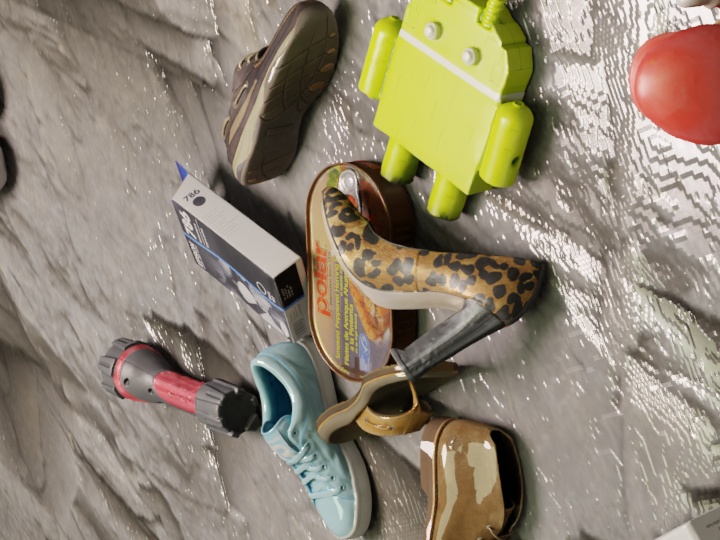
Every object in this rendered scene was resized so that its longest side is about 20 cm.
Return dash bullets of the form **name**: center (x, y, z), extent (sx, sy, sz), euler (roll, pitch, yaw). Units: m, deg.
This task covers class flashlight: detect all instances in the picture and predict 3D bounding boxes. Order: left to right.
- **flashlight**: center (-0.192, 0.120, 1.627), extent (0.200, 0.068, 0.068), euler (14, 116, 46)

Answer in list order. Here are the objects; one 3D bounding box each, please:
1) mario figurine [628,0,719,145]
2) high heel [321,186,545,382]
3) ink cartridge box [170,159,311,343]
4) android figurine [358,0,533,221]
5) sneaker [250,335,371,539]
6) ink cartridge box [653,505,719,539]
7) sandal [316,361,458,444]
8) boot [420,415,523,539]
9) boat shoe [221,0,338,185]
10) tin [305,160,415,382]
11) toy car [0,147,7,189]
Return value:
- **mario figurine**: center (0.233, -0.127, 0.987), extent (0.123, 0.200, 0.106), euler (58, 135, 20)
- **high heel**: center (0.058, -0.020, 1.307), extent (0.143, 0.071, 0.200), euler (-33, 63, 6)
- **ink cartridge box**: center (-0.122, -0.020, 1.504), extent (0.200, 0.039, 0.099), euler (38, 156, 37)
- **android figurine**: center (0.073, -0.146, 1.283), extent (0.182, 0.041, 0.200), euler (42, 130, 33)
- **sneaker**: center (-0.057, 0.165, 1.478), extent (0.074, 0.082, 0.200), euler (-29, 79, 49)
- **ink cartridge box**: center (0.266, 0.289, 1.155), extent (0.146, 0.084, 0.200), euler (-42, 70, 46)
- **sandal**: center (0.026, 0.124, 1.377), extent (0.200, 0.080, 0.054), euler (-41, 59, 52)
- **boot**: center (0.099, 0.226, 1.339), extent (0.075, 0.074, 0.200), euler (1, 99, 38)
- **boat shoe**: center (-0.085, -0.168, 1.424), extent (0.073, 0.074, 0.200), euler (49, 131, 27)
- **tin**: center (0.000, 0.000, 1.405), extent (0.112, 0.042, 0.200), euler (12, 109, 41)
- **toy car**: center (-0.514, -0.157, 1.861), extent (0.150, 0.175, 0.200), euler (-136, 37, -81)
